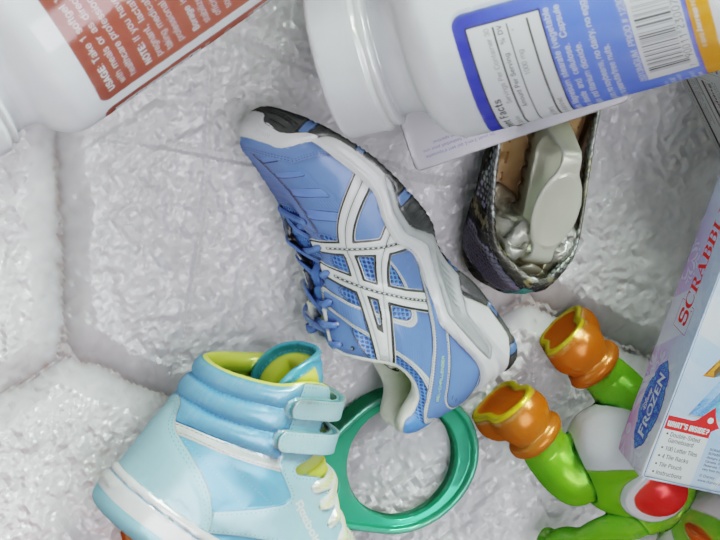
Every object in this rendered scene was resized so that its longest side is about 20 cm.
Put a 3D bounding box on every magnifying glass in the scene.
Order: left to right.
[{"bbox_3d":[-0.030,0.117,1.530,0.199,0.022,0.080,-17,109,-14],"label":"magnifying glass"}]

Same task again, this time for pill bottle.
[{"bbox_3d":[-0.126,-0.139,1.381,0.200,0.112,0.112,-36,112,-8],"label":"pill bottle"},{"bbox_3d":[0.078,-0.128,1.382,0.199,0.112,0.113,-14,110,11],"label":"pill bottle"}]

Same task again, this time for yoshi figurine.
[{"bbox_3d":[0.156,0.116,1.572,0.200,0.112,0.112,44,131,-10],"label":"yoshi figurine"}]

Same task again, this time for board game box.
[{"bbox_3d":[0.256,0.029,1.476,0.199,0.041,0.201,14,107,-20],"label":"board game box"}]

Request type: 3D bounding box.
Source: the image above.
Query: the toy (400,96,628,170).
[{"bbox_3d":[0.052,-0.165,1.461,0.115,0.047,0.201,-18,97,10],"label":"toy"}]

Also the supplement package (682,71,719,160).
[{"bbox_3d":[0.233,-0.168,1.504,0.155,0.111,0.201,-33,112,-9],"label":"supplement package"}]

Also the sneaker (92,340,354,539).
[{"bbox_3d":[-0.024,0.114,1.480,0.199,0.080,0.131,32,91,-24],"label":"sneaker"}]

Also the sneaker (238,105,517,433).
[{"bbox_3d":[0.000,0.000,1.479,0.077,0.076,0.200,-44,111,-13],"label":"sneaker"}]

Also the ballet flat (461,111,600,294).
[{"bbox_3d":[0.102,-0.082,1.502,0.072,0.072,0.202,6,101,-21],"label":"ballet flat"}]
